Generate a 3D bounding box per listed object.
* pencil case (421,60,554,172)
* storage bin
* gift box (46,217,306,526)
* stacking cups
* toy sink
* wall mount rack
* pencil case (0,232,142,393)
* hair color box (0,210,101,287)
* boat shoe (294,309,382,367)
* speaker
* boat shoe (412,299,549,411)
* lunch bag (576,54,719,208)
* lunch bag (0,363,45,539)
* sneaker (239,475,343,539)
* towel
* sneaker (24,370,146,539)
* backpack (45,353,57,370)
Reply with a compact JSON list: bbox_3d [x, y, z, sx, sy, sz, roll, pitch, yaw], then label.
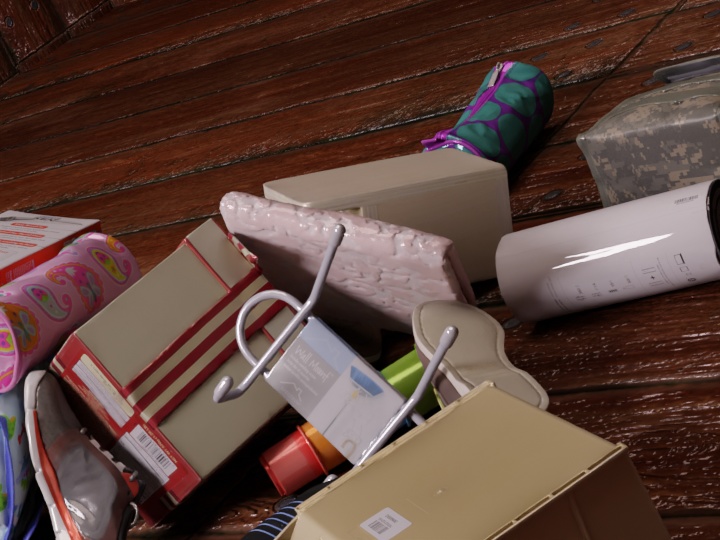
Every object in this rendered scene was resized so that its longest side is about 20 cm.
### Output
[{"bbox_3d":[0.133,-0.145,1.955,0.085,0.093,0.200,-13,24,34],"label":"pencil case"},{"bbox_3d":[0.070,0.178,1.200,0.198,0.094,0.200,-33,20,-14],"label":"storage bin"},{"bbox_3d":[-0.131,0.082,1.539,0.187,0.185,0.200,-41,3,-31],"label":"gift box"},{"bbox_3d":[0.012,0.117,1.507,0.200,0.061,0.061,-34,19,-4],"label":"stacking cups"},{"bbox_3d":[0.026,-0.035,1.715,0.199,0.113,0.130,-12,14,-19],"label":"toy sink"},{"bbox_3d":[-0.013,0.070,1.399,0.174,0.200,0.075,-52,-15,13],"label":"wall mount rack"},{"bbox_3d":[-0.270,0.033,1.581,0.087,0.088,0.200,-15,12,32],"label":"pencil case"},{"bbox_3d":[-0.331,0.005,1.671,0.110,0.064,0.200,6,21,27],"label":"hair color box"},{"bbox_3d":[-0.048,0.058,1.717,0.074,0.075,0.202,-9,28,-31],"label":"boat shoe"},{"bbox_3d":[0.212,-0.013,1.525,0.199,0.081,0.081,-15,22,33],"label":"speaker"},{"bbox_3d":[0.087,0.085,1.410,0.071,0.060,0.200,-8,28,-17],"label":"boat shoe"},{"bbox_3d":[0.318,-0.127,1.628,0.164,0.118,0.200,-6,22,46],"label":"lunch bag"},{"bbox_3d":[-0.328,0.174,1.601,0.127,0.201,0.170,3,23,1],"label":"lunch bag"},{"bbox_3d":[-0.047,0.205,1.334,0.199,0.070,0.078,-24,15,-12],"label":"sneaker"},{"bbox_3d":[0.000,0.000,1.543,0.199,0.191,0.032,12,69,20],"label":"towel"},{"bbox_3d":[-0.217,0.171,1.501,0.082,0.201,0.077,-17,-11,-9],"label":"sneaker"},{"bbox_3d":[-0.317,0.109,1.761,0.200,0.176,0.153,-31,16,-30],"label":"backpack"}]
